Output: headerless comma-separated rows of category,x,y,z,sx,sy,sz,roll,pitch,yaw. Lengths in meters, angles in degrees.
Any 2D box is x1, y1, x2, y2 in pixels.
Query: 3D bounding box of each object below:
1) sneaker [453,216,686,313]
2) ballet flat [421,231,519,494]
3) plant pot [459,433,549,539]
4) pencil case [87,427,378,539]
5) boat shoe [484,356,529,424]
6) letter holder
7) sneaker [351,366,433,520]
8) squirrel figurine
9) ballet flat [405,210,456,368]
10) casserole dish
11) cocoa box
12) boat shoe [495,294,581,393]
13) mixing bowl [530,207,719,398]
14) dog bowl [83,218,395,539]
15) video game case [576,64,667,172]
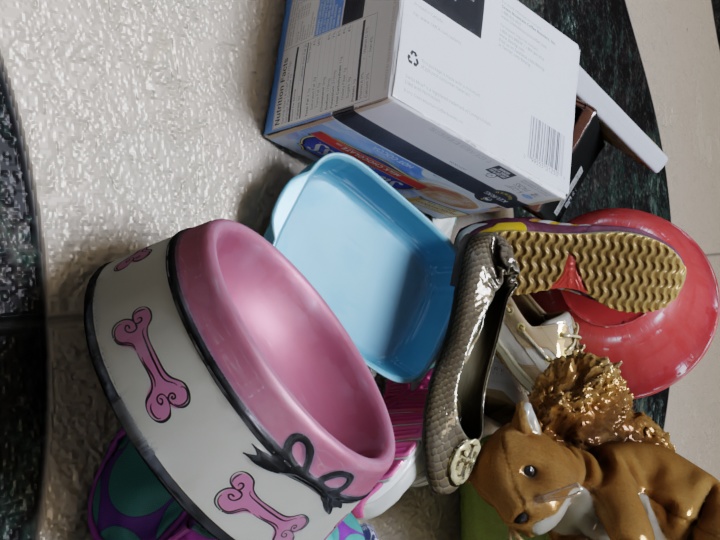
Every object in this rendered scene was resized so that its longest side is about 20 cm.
sneaker,0.181,-0.015,0.897,0.090,0.200,0.075,-113,-147,-70
ballet flat,0.085,0.069,0.772,0.067,0.046,0.200,32,67,-63
plant pot,0.165,0.240,0.949,0.200,0.200,0.190,5,71,-59
pencil case,-0.072,0.156,0.625,0.085,0.092,0.200,-42,139,5
boat shoe,0.179,0.134,1.061,0.200,0.071,0.069,41,56,-49
letter holder,0.140,-0.123,0.973,0.101,0.142,0.200,-60,166,6
sneaker,0.042,0.139,0.823,0.200,0.081,0.088,-44,124,-50
squirrel figurine,0.172,0.161,0.825,0.186,0.142,0.200,23,39,-13
ballet flat,0.043,-0.014,0.864,0.069,0.069,0.200,46,46,-48
casserole dish,0.000,0.000,0.759,0.200,0.039,0.121,38,70,-34
cocoa box,0.050,-0.135,0.766,0.200,0.131,0.134,21,69,-41
boat shoe,0.164,0.062,0.937,0.200,0.069,0.074,43,22,5
mixing bowl,0.244,0.019,1.000,0.108,0.200,0.201,43,51,-67
dog bowl,-0.057,0.058,0.573,0.200,0.074,0.200,50,13,-16
video game case,0.187,-0.181,0.989,0.200,0.182,0.023,30,102,-45
